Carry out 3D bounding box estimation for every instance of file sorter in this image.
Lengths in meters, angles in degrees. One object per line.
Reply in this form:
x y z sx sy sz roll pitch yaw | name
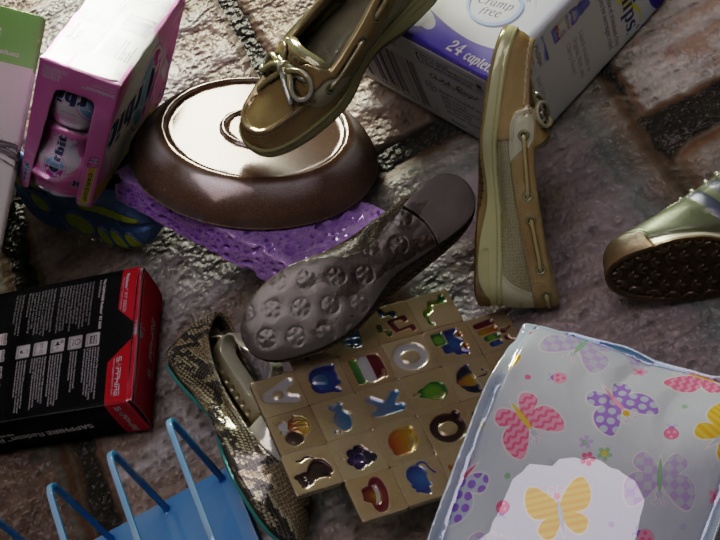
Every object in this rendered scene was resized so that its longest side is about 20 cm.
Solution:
-0.170 0.213 1.004 0.199 0.123 0.139 -29 53 0 | file sorter

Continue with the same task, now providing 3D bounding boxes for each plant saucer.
-0.083 -0.102 1.184 0.199 0.032 0.201 4 38 -3 | plant saucer

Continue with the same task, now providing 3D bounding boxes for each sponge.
-0.083 -0.050 1.165 0.199 0.030 0.111 28 43 28 | sponge

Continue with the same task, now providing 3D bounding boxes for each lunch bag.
0.146 0.145 0.917 0.169 0.127 0.201 16 74 19 | lunch bag

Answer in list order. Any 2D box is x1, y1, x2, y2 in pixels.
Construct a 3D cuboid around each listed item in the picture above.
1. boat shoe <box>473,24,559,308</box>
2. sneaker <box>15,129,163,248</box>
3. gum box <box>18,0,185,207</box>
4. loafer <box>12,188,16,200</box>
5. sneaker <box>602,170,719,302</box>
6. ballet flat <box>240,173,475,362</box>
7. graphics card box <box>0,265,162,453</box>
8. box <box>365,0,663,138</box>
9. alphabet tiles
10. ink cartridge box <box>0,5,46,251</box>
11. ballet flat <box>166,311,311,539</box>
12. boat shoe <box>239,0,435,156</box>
0.116 -0.072 1.066 0.063 0.073 0.202 3 99 6 | boat shoe
-0.229 -0.078 1.267 0.199 0.071 0.083 21 48 32 | sneaker
-0.204 -0.149 1.191 0.066 0.114 0.200 19 35 -1 | gum box
-0.357 -0.045 1.287 0.072 0.063 0.201 7 61 26 | loafer
0.267 -0.040 1.048 0.199 0.067 0.090 -12 47 13 | sneaker
0.000 0.000 1.071 0.200 0.046 0.067 -38 83 -11 | ballet flat
-0.256 0.076 1.175 0.199 0.051 0.126 -11 55 13 | graphics card box
0.112 -0.222 1.200 0.184 0.105 0.200 33 73 34 | box
0.032 0.090 1.038 0.199 0.006 0.167 -15 51 -16 | alphabet tiles
-0.319 -0.101 1.190 0.084 0.145 0.201 13 80 -20 | ink cartridge box
-0.077 0.101 1.073 0.075 0.068 0.200 -49 49 15 | ballet flat
-0.023 -0.173 1.117 0.201 0.063 0.073 -44 55 2 | boat shoe
